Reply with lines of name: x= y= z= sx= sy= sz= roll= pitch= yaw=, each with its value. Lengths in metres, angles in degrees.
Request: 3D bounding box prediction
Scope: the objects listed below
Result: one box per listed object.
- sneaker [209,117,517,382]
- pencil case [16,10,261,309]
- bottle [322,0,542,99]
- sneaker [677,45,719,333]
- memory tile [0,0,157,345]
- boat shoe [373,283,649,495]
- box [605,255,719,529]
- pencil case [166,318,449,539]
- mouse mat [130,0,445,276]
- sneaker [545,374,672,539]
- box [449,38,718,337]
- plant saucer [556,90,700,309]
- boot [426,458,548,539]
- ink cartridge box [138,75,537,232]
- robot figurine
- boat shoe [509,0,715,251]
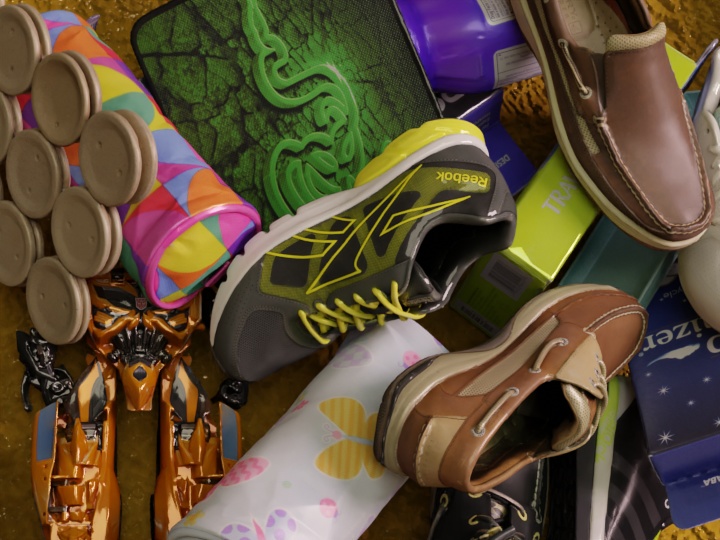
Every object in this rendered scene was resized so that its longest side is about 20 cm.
sneaker: x=0.000 y=0.000 z=0.742 sx=0.200 sy=0.074 sz=0.085 roll=-41 pitch=48 yaw=8
pencil case: x=-0.142 y=-0.068 z=0.782 sx=0.088 sy=0.089 sz=0.200 roll=-32 pitch=61 yaw=-18
bottle: x=0.074 y=-0.150 z=0.836 sx=0.198 sy=0.066 sz=0.084 roll=-18 pitch=41 yaw=-9
sneaker: x=0.219 y=-0.052 z=0.789 sx=0.070 sy=0.081 sz=0.202 roll=-4 pitch=52 yaw=12
memory tile: x=-0.193 y=-0.069 z=0.757 sx=0.017 sy=0.154 sz=0.200 roll=-12 pitch=49 yaw=-47
boat shoe: x=0.097 y=0.070 z=0.729 sx=0.199 sy=0.076 sz=0.074 roll=-25 pitch=39 yaw=-37
box: x=0.217 y=0.051 z=0.780 sx=0.120 sy=0.033 sz=0.201 roll=-21 pitch=36 yaw=15
pencil case: x=-0.021 y=0.110 z=0.742 sx=0.083 sy=0.091 sz=0.200 roll=42 pitch=50 yaw=2
mouse mat: x=-0.035 y=-0.089 z=0.800 sx=0.160 sy=0.008 sz=0.201 roll=-24 pitch=90 yaw=9
sneaker: x=0.158 y=0.151 z=0.797 sx=0.082 sy=0.072 sz=0.202 roll=11 pitch=70 yaw=-7
box: x=0.138 y=-0.059 z=0.837 sx=0.047 sy=0.122 sz=0.200 roll=35 pitch=69 yaw=5
plant saucer: x=0.196 y=-0.045 z=0.870 sx=0.019 sy=0.070 sz=0.201 roll=51 pitch=61 yaw=-31
boot: x=0.079 y=0.150 z=0.739 sx=0.073 sy=0.154 sz=0.205 roll=19 pitch=69 yaw=-3
ink cartridge box: x=-0.009 y=-0.092 z=0.866 sx=0.198 sy=0.043 sz=0.200 roll=-37 pitch=82 yaw=-19
robot figurine: x=-0.127 y=0.082 z=0.777 sx=0.144 sy=0.058 sz=0.202 roll=1 pitch=72 yaw=-12
boat shoe: x=0.141 y=-0.109 z=0.748 sx=0.074 sy=0.075 sz=0.204 roll=-24 pitch=79 yaw=-17
